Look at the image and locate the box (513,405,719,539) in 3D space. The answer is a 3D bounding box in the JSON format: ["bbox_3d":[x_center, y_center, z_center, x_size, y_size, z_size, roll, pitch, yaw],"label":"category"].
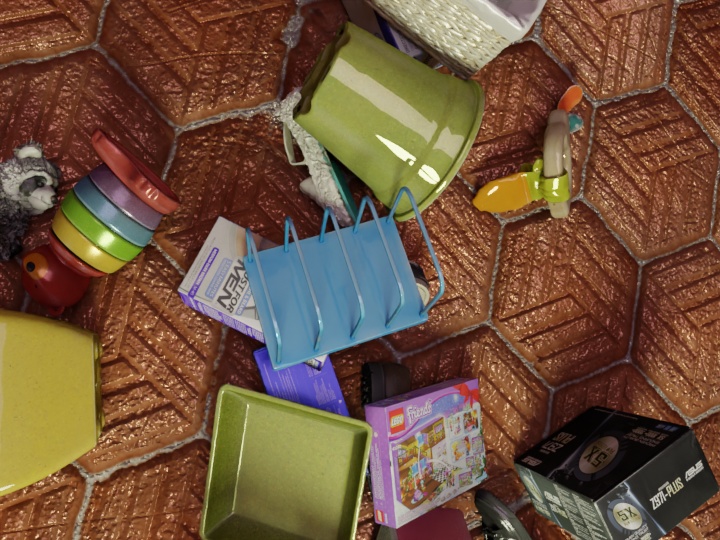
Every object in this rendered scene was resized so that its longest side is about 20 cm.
[{"bbox_3d":[0.326,0.270,0.793,0.161,0.200,0.088,-28,92,-13],"label":"box"}]

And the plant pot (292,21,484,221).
[{"bbox_3d":[0.022,-0.197,0.743,0.182,0.199,0.204,29,79,-21],"label":"plant pot"}]

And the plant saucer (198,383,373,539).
[{"bbox_3d":[-0.088,0.251,0.729,0.195,0.048,0.205,11,97,13],"label":"plant saucer"}]

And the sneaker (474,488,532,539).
[{"bbox_3d":[0.198,0.409,0.821,0.104,0.060,0.201,-41,98,-18],"label":"sneaker"}]

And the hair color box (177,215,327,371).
[{"bbox_3d":[-0.113,0.029,0.751,0.196,0.065,0.111,26,69,0],"label":"hair color box"}]

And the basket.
[{"bbox_3d":[0.131,-0.379,0.716,0.198,0.161,0.201,33,78,-8],"label":"basket"}]

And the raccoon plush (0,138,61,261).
[{"bbox_3d":[-0.452,-0.104,0.696,0.196,0.097,0.137,24,72,-10],"label":"raccoon plush"}]

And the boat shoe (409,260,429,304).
[{"bbox_3d":[0.000,0.000,0.822,0.195,0.074,0.063,15,38,-6],"label":"boat shoe"}]

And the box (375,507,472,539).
[{"bbox_3d":[0.083,0.403,0.706,0.106,0.201,0.131,8,117,-14],"label":"box"}]

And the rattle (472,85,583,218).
[{"bbox_3d":[0.261,-0.179,0.906,0.129,0.141,0.205,29,60,-41],"label":"rattle"}]

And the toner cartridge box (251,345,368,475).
[{"bbox_3d":[-0.067,0.185,0.785,0.093,0.043,0.205,-19,89,-14],"label":"toner cartridge box"}]

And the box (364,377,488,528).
[{"bbox_3d":[0.090,0.224,0.772,0.197,0.039,0.141,-3,87,-46],"label":"box"}]

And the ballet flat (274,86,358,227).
[{"bbox_3d":[-0.061,-0.145,0.814,0.070,0.072,0.205,-20,88,-14],"label":"ballet flat"}]

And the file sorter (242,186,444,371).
[{"bbox_3d":[-0.023,0.004,0.675,0.195,0.123,0.142,-16,73,-13],"label":"file sorter"}]

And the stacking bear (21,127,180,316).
[{"bbox_3d":[-0.319,-0.042,0.712,0.121,0.114,0.201,41,88,11],"label":"stacking bear"}]

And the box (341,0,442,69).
[{"bbox_3d":[0.087,-0.390,0.843,0.197,0.105,0.187,-27,91,-15],"label":"box"}]

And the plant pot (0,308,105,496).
[{"bbox_3d":[-0.382,0.133,0.642,0.195,0.195,0.200,-3,85,-20],"label":"plant pot"}]

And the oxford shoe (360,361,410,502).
[{"bbox_3d":[0.047,0.225,0.796,0.082,0.072,0.206,2,86,-18],"label":"oxford shoe"}]
